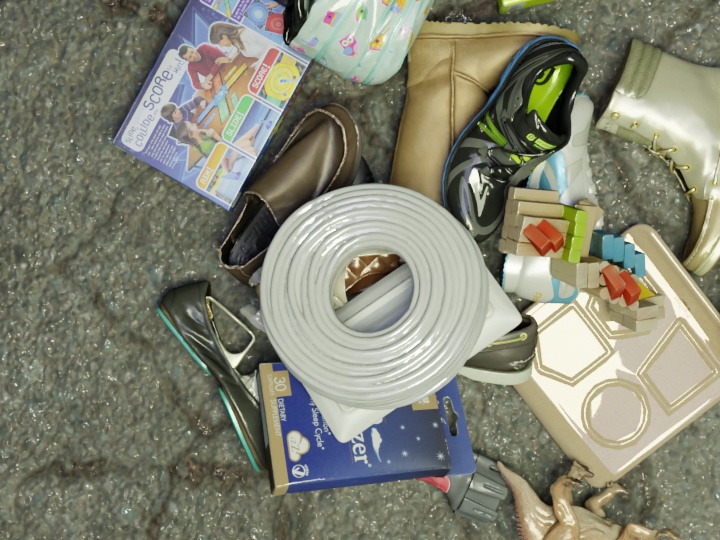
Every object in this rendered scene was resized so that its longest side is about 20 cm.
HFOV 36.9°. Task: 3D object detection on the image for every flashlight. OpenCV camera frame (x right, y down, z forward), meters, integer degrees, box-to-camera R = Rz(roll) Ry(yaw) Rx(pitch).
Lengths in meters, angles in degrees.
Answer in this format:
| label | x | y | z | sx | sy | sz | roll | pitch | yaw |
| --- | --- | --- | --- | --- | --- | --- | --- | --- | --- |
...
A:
| label | x | y | z | sx | sy | sz | roll | pitch | yaw |
| --- | --- | --- | --- | --- | --- | --- | --- | --- | --- |
| flashlight | 0.042 | 0.190 | 1.050 | 0.199 | 0.068 | 0.068 | 24 | 55 | -2 |

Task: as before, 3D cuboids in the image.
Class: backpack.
| label | x | y | z | sx | sy | sz | roll | pitch | yaw |
| --- | --- | --- | --- | --- | --- | --- | --- | --- | --- |
| backpack | 0.011 | -0.274 | 0.979 | 0.126 | 0.167 | 0.201 | 26 | 84 | -5 |

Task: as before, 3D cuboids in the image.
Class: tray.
| label | x | y | z | sx | sy | sz | roll | pitch | yaw |
| --- | --- | --- | --- | --- | --- | --- | --- | --- | --- |
| tray | 0.035 | 0.056 | 0.972 | 0.199 | 0.022 | 0.108 | -34 | 73 | -1 |

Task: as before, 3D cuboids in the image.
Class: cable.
| label | x | y | z | sx | sy | sz | roll | pitch | yaw |
| --- | --- | --- | --- | --- | --- | --- | --- | --- | --- |
| cable | 0.011 | 0.018 | 0.938 | 0.200 | 0.069 | 0.200 | -44 | 72 | -4 |

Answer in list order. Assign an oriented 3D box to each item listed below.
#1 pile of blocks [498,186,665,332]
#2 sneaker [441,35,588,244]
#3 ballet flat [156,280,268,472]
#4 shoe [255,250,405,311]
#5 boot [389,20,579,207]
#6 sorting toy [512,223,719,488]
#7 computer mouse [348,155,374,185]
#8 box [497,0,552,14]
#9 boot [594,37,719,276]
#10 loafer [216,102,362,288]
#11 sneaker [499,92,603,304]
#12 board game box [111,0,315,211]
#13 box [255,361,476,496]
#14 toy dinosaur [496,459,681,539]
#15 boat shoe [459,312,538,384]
| label | x | y | z | sx | sy | sz | roll | pitch | yaw |
| --- | --- | --- | --- | --- | --- | --- | --- | --- | --- |
| pile of blocks | 0.214 | -0.011 | 0.960 | 0.199 | 0.062 | 0.082 | 30 | 91 | -24 |
| sneaker | 0.137 | -0.117 | 0.965 | 0.070 | 0.083 | 0.200 | 26 | 99 | -22 |
| ballet flat | -0.122 | 0.097 | 1.052 | 0.068 | 0.068 | 0.201 | -32 | 91 | -6 |
| shoe | 0.000 | 0.000 | 1.018 | 0.198 | 0.053 | 0.070 | -10 | 102 | -13 |
| boot | 0.117 | -0.133 | 1.038 | 0.174 | 0.066 | 0.202 | 3 | 92 | 12 |
| sorting toy | 0.252 | 0.083 | 1.053 | 0.200 | 0.036 | 0.186 | -38 | 90 | 8 |
| computer mouse | 0.000 | -0.022 | 1.058 | 0.058 | 0.034 | 0.201 | -14 | 92 | 2 |
| box | 0.171 | -0.361 | 1.034 | 0.121 | 0.048 | 0.202 | -13 | 92 | 2 |
| boot | 0.293 | -0.108 | 1.023 | 0.154 | 0.072 | 0.201 | 18 | 86 | 1 |
| loafer | -0.068 | -0.067 | 1.021 | 0.073 | 0.071 | 0.201 | 35 | 102 | 21 |
| sneaker | 0.192 | -0.067 | 1.023 | 0.080 | 0.077 | 0.201 | 16 | 91 | 4 |
| board game box | -0.136 | -0.178 | 1.057 | 0.135 | 0.034 | 0.201 | 30 | 92 | 1 |
| box | 0.008 | 0.139 | 1.012 | 0.198 | 0.032 | 0.122 | -3 | 61 | -16 |
| toy dinosaur | 0.203 | 0.263 | 1.014 | 0.199 | 0.086 | 0.136 | 28 | 100 | -6 |
| boat shoe | 0.066 | 0.058 | 1.015 | 0.200 | 0.072 | 0.061 | 6 | 118 | 0 |
